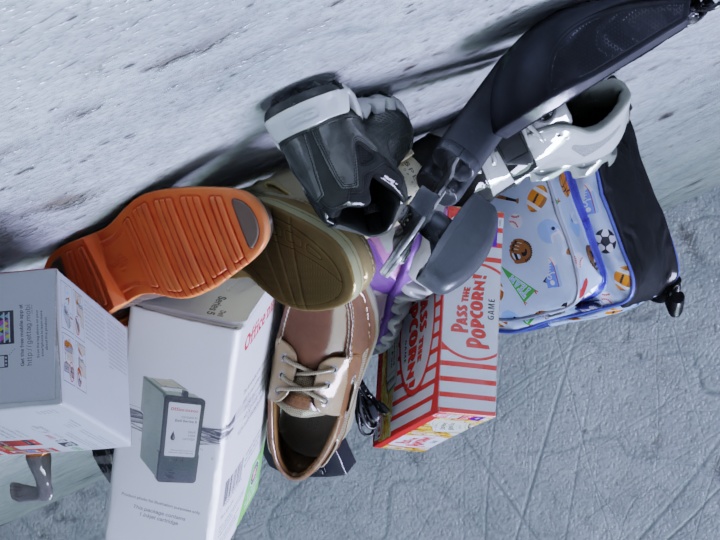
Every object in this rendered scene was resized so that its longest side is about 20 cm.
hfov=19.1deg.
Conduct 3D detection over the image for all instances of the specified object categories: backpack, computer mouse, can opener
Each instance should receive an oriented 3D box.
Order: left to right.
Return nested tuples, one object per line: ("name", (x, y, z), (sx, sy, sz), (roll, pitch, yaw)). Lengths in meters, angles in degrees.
("can opener", (0.073, -0.058, 1.372), (0.200, 0.067, 0.053), (-54, 179, -40))
("backpack", (0.144, -0.034, 1.757), (0.153, 0.202, 0.190), (-12, 175, -41))
("computer mouse", (0.152, -0.150, 1.368), (0.199, 0.053, 0.138), (-32, -179, -27))

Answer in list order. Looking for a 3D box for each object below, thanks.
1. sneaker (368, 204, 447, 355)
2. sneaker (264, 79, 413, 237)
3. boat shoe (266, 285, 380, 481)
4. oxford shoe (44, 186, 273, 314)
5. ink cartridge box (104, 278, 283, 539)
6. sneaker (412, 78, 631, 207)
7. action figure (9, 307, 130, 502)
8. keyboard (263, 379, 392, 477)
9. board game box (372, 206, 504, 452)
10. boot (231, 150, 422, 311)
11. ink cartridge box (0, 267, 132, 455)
("sneaker", (0.000, 0.000, 1.588), (0.088, 0.081, 0.200), (8, 157, -11))
("sneaker", (-0.002, -0.062, 1.322), (0.066, 0.091, 0.200), (-23, 175, 13))
("boat shoe", (-0.031, 0.075, 1.552), (0.075, 0.201, 0.072), (12, -137, 10))
("oxford shoe", (-0.121, -0.019, 1.395), (0.199, 0.072, 0.073), (-15, -175, 41))
("ink cartridge box", (-0.116, 0.093, 1.542), (0.083, 0.201, 0.146), (12, -157, 8))
("sneaker", (0.113, -0.103, 1.592), (0.199, 0.074, 0.089), (-19, 155, -24))
("action figure", (-0.180, 0.061, 1.553), (0.199, 0.104, 0.194), (-30, 147, -36))
("keyboard", (-0.052, 0.076, 1.632), (0.126, 0.201, 0.021), (-8, -149, 28))
("board game box", (0.058, 0.049, 1.619), (0.046, 0.153, 0.200), (6, 166, -12))
("boot", (-0.010, -0.036, 1.420), (0.155, 0.073, 0.200), (-22, -163, -29))
("ink cartridge box", (-0.246, 0.063, 1.323), (0.174, 0.085, 0.200), (-5, 168, 4))
